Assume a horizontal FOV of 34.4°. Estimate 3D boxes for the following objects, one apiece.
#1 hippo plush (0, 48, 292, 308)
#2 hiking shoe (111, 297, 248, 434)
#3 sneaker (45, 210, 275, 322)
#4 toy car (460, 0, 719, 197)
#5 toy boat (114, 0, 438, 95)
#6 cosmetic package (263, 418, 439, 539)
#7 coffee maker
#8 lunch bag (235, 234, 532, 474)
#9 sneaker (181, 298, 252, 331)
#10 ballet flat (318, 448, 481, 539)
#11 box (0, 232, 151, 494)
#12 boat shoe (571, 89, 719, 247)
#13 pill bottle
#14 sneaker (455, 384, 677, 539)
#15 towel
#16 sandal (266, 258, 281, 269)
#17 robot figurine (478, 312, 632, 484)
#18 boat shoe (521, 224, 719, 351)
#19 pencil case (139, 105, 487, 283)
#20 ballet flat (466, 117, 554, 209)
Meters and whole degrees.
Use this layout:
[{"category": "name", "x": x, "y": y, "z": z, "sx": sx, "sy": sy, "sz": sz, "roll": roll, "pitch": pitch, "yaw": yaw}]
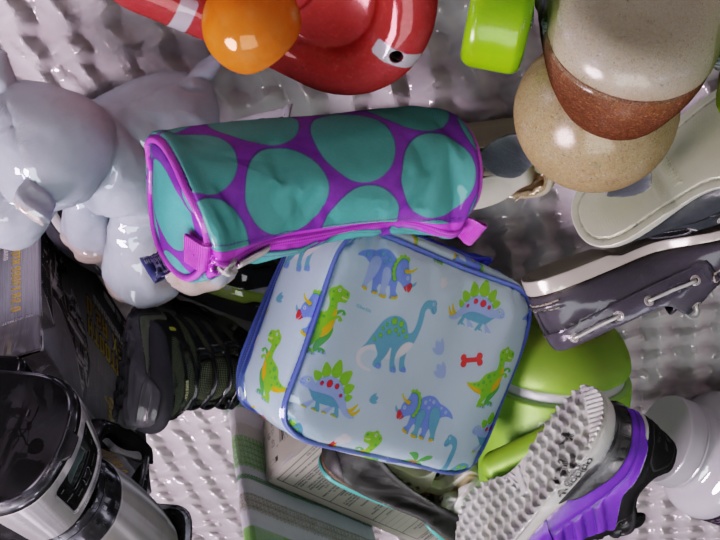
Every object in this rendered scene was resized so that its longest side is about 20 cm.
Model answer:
[{"category": "hippo plush", "x": -0.157, "y": -0.050, "z": 0.701, "sx": 0.200, "sy": 0.160, "sz": 0.161, "roll": -24, "pitch": 176, "yaw": 34}, {"category": "hiking shoe", "x": -0.112, "y": 0.062, "z": 0.808, "sx": 0.100, "sy": 0.200, "sz": 0.076, "roll": 10, "pitch": 103, "yaw": -4}, {"category": "sneaker", "x": -0.128, "y": -0.029, "z": 0.858, "sx": 0.200, "sy": 0.072, "sz": 0.083, "roll": 18, "pitch": 111, "yaw": -16}, {"category": "toy car", "x": 0.138, "y": -0.110, "z": 0.664, "sx": 0.164, "sy": 0.158, "sz": 0.200, "roll": 12, "pitch": 149, "yaw": 4}, {"category": "toy boat", "x": -0.053, "y": -0.154, "z": 0.625, "sx": 0.200, "sy": 0.131, "sz": 0.131, "roll": 20, "pitch": 134, "yaw": -19}, {"category": "cosmetic package", "x": 0.022, "y": 0.164, "z": 1.038, "sx": 0.200, "sy": 0.087, "sz": 0.103, "roll": 30, "pitch": 120, "yaw": -28}, {"category": "coffee maker", "x": -0.234, "y": 0.161, "z": 0.767, "sx": 0.192, "sy": 0.135, "sz": 0.200, "roll": -18, "pitch": 138, "yaw": 5}, {"category": "lunch bag", "x": 0.022, "y": 0.051, "z": 0.820, "sx": 0.200, "sy": 0.161, "sz": 0.082, "roll": 19, "pitch": -179, "yaw": -38}, {"category": "sneaker", "x": -0.060, "y": 0.072, "z": 0.946, "sx": 0.199, "sy": 0.085, "sz": 0.073, "roll": -1, "pitch": 139, "yaw": 3}, {"category": "ballet flat", "x": 0.058, "y": 0.178, "z": 0.956, "sx": 0.200, "sy": 0.068, "sz": 0.068, "roll": 32, "pitch": 111, "yaw": -29}, {"category": "box", "x": -0.221, "y": 0.062, "z": 0.883, "sx": 0.048, "sy": 0.159, "sz": 0.200, "roll": -18, "pitch": 138, "yaw": 2}, {"category": "boat shoe", "x": 0.239, "y": -0.069, "z": 0.769, "sx": 0.199, "sy": 0.075, "sz": 0.066, "roll": -33, "pitch": 159, "yaw": 27}, {"category": "pill bottle", "x": 0.344, "y": 0.174, "z": 1.019, "sx": 0.200, "sy": 0.113, "sz": 0.112, "roll": 20, "pitch": 138, "yaw": -20}, {"category": "sneaker", "x": 0.147, "y": 0.170, "z": 0.820, "sx": 0.099, "sy": 0.070, "sz": 0.200, "roll": 21, "pitch": 129, "yaw": -21}, {"category": "towel", "x": -0.052, "y": 0.206, "z": 1.019, "sx": 0.149, "sy": 0.200, "sz": 0.031, "roll": 28, "pitch": 117, "yaw": -28}, {"category": "sandal", "x": 0.000, "y": -0.001, "z": 0.874, "sx": 0.200, "sy": 0.075, "sz": 0.048, "roll": 35, "pitch": 171, "yaw": -36}, {"category": "robot figurine", "x": 0.153, "y": 0.116, "z": 0.918, "sx": 0.115, "sy": 0.175, "sz": 0.201, "roll": 6, "pitch": 110, "yaw": 16}, {"category": "boat shoe", "x": 0.218, "y": 0.005, "z": 0.824, "sx": 0.199, "sy": 0.073, "sz": 0.063, "roll": -17, "pitch": 98, "yaw": 6}, {"category": "pencil case", "x": -0.026, "y": -0.045, "z": 0.673, "sx": 0.200, "sy": 0.093, "sz": 0.085, "roll": -11, "pitch": 153, "yaw": -31}, {"category": "ballet flat", "x": 0.039, "y": -0.066, "z": 0.784, "sx": 0.199, "sy": 0.070, "sz": 0.070, "roll": -6, "pitch": 140, "yaw": 11}]
